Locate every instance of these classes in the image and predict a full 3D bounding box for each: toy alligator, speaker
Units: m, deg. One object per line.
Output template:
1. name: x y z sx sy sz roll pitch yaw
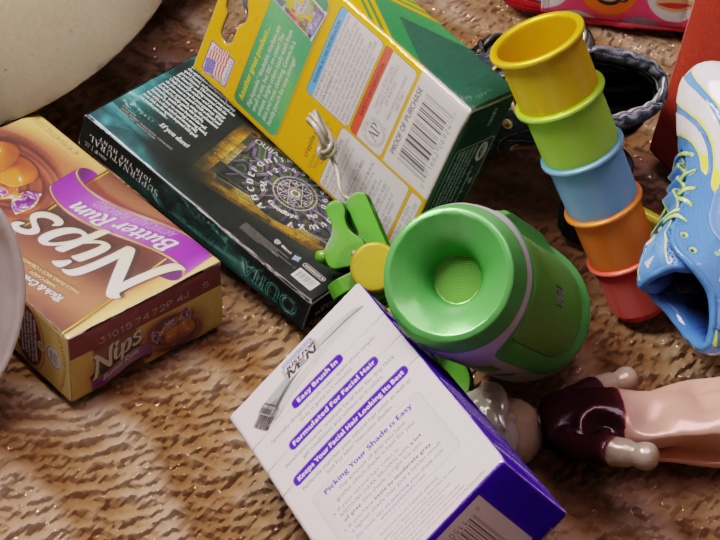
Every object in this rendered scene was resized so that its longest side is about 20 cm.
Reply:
1. toy alligator: 0.000 0.000 1.411 0.054 0.059 0.201 -32 79 7
2. speaker: 0.076 0.015 1.326 0.088 0.200 0.089 -2 82 17

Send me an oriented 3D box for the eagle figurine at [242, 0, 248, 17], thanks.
1. eagle figurine: -0.100 -0.239 1.693 0.151 0.151 0.201 -14 58 48

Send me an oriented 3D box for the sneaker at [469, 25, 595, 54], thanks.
1. sneaker: 0.073 -0.120 1.573 0.199 0.080 0.074 -20 47 -22

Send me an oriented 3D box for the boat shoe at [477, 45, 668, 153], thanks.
1. boat shoe: 0.096 -0.113 1.492 0.199 0.091 0.071 -5 86 -7

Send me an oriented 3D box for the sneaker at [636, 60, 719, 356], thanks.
1. sneaker: 0.211 -0.036 1.403 0.105 0.076 0.201 -2 67 -35

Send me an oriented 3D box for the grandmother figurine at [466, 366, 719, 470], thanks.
1. grandmother figurine: 0.149 0.090 1.348 0.199 0.061 0.121 -3 9 -1

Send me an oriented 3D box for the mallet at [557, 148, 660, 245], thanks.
1. mallet: 0.218 -0.022 1.472 0.199 0.066 0.041 22 43 22

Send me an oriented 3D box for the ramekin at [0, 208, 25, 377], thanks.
1. ramekin: -0.298 0.013 1.319 0.202 0.203 0.094 -22 35 -26

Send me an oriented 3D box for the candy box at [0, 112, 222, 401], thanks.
1. candy box: -0.191 -0.012 1.452 0.116 0.057 0.200 -27 46 -31

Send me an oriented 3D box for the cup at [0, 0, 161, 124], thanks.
1. cup: -0.247 -0.212 1.557 0.200 0.143 0.201 -23 32 16

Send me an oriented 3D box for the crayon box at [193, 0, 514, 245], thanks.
1. crayon box: -0.007 -0.120 1.458 0.200 0.126 0.051 43 42 21

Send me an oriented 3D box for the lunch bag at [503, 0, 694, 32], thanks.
1. lunch bag: 0.204 -0.256 1.734 0.199 0.082 0.177 8 40 8

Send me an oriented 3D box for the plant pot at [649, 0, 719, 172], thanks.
1. plant pot: 0.328 -0.101 1.487 0.199 0.200 0.177 -15 55 -19

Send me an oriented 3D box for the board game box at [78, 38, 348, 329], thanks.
1. board game box: -0.064 -0.059 1.494 0.200 0.028 0.135 40 47 19

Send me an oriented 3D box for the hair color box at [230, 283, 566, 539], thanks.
1. hair color box: 0.016 0.104 1.253 0.109 0.065 0.200 -46 37 5

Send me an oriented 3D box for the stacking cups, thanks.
1. stacking cups: 0.138 -0.055 1.407 0.060 0.201 0.061 -19 27 10
